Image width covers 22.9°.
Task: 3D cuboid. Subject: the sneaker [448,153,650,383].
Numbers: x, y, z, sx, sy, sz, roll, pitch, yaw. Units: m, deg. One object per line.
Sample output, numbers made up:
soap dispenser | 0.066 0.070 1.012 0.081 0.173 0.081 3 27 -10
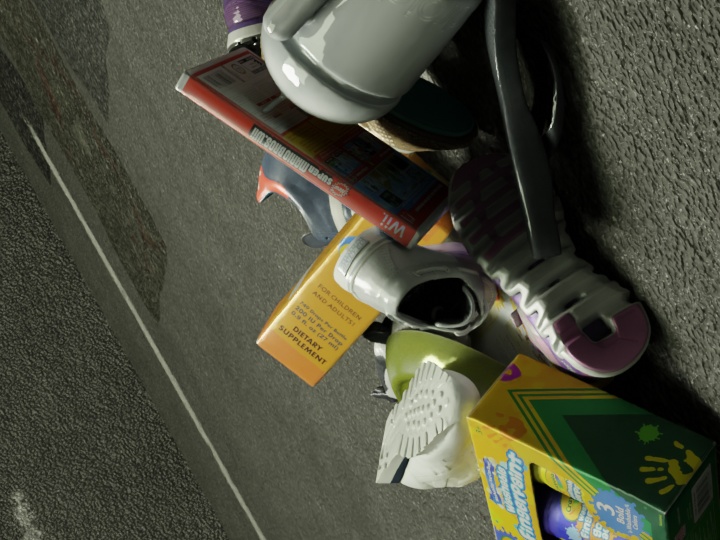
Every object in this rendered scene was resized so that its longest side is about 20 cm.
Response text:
sneaker | 0.131 0.006 1.297 0.200 0.080 0.089 55 169 21

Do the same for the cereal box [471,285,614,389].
cereal box | 0.129 0.057 1.435 0.144 0.039 0.200 61 164 10

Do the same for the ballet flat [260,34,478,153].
ballet flat | 0.004 -0.132 1.392 0.200 0.070 0.065 34 132 23

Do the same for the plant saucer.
plant saucer | 0.099 0.120 1.439 0.200 0.031 0.200 30 160 12

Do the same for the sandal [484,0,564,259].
sandal | 0.118 -0.105 1.211 0.076 0.043 0.201 -96 -7 -62

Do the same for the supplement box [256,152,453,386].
supplement box | 0.000 0.000 1.418 0.066 0.069 0.200 38 121 -3

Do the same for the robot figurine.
robot figurine | 0.007 -0.180 1.213 0.200 0.169 0.113 -50 59 30

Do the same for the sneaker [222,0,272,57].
sneaker | -0.080 -0.227 1.553 0.200 0.075 0.088 49 -152 -86

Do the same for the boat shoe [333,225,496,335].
boat shoe | 0.057 0.016 1.286 0.068 0.072 0.200 42 -173 28

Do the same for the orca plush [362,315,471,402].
orca plush | 0.061 0.054 1.510 0.105 0.071 0.200 14 155 10

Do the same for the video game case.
video game case | -0.027 -0.092 1.284 0.200 0.017 0.143 34 -161 4

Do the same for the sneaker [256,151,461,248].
sneaker | 0.003 -0.042 1.474 0.200 0.085 0.075 32 -159 11

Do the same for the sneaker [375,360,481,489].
sneaker | 0.070 0.124 1.368 0.200 0.080 0.077 122 163 -71

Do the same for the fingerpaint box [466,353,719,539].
fingerpaint box | 0.176 0.177 1.302 0.167 0.073 0.200 25 148 31
